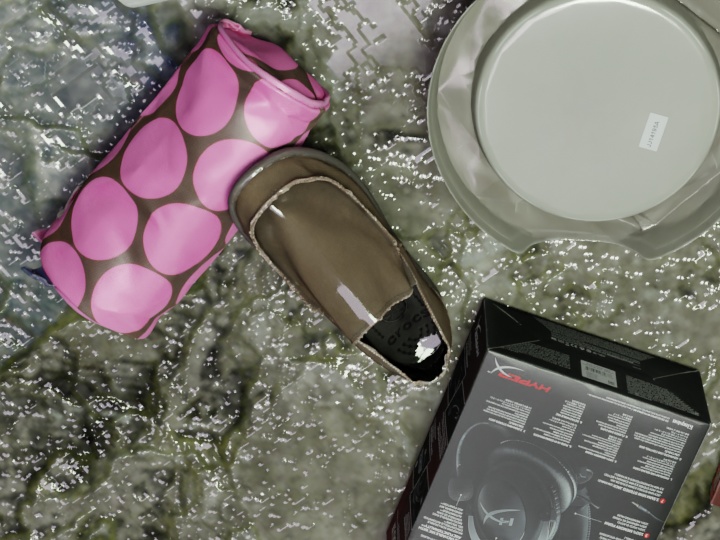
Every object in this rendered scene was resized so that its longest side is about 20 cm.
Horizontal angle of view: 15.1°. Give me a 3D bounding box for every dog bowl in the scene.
[{"bbox_3d":[0.138,-0.102,1.589,0.199,0.059,0.201,0,116,1],"label":"dog bowl"}]

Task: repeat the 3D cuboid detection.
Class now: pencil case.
[{"bbox_3d":[-0.108,-0.057,1.601,0.200,0.091,0.094,-48,62,18],"label":"pencil case"}]

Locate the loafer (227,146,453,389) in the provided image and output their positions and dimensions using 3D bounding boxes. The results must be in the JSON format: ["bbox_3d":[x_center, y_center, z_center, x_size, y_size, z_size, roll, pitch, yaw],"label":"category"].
[{"bbox_3d":[0.000,0.000,1.596,0.073,0.071,0.200,-43,131,7],"label":"loafer"}]

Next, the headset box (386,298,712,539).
[{"bbox_3d":[0.110,0.139,1.690,0.148,0.077,0.201,18,115,-7],"label":"headset box"}]

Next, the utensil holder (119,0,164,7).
[{"bbox_3d":[-0.052,-0.241,1.467,0.199,0.170,0.171,-15,114,10],"label":"utensil holder"}]

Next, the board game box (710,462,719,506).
[{"bbox_3d":[0.293,0.074,1.673,0.102,0.019,0.201,14,122,-1],"label":"board game box"}]
